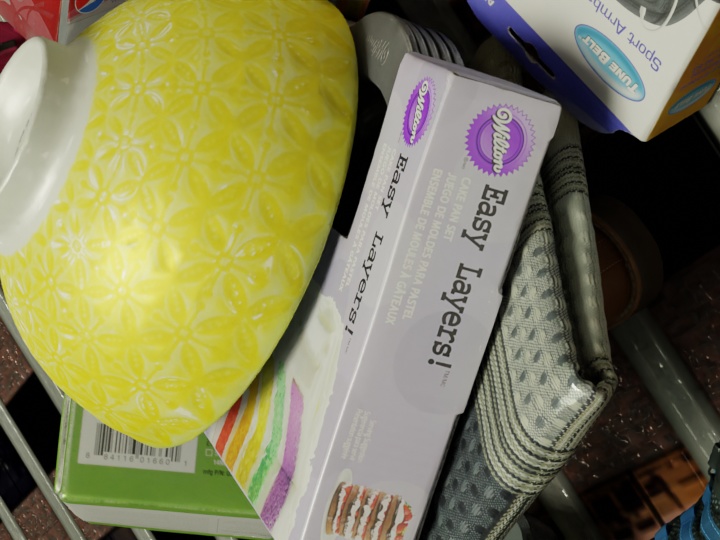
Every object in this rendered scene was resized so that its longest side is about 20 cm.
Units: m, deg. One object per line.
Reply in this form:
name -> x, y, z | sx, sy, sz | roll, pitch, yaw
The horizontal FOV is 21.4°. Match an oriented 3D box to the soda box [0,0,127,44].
soda box -> -0.180, -0.188, 0.937 | 0.200, 0.070, 0.063 | 43, 141, 25

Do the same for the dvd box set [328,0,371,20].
dvd box set -> -0.081, -0.160, 0.748 | 0.200, 0.029, 0.146 | 21, 175, -2

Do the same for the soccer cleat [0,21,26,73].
soccer cleat -> -0.166, -0.059, 1.080 | 0.200, 0.070, 0.086 | 44, 146, 25

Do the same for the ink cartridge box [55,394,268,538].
ink cartridge box -> -0.075, 0.097, 0.992 | 0.200, 0.148, 0.076 | 113, 162, -78

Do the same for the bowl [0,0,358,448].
bowl -> -0.098, -0.038, 0.775 | 0.200, 0.108, 0.200 | -42, 37, 42

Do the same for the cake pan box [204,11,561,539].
cake pan box -> 0.000, 0.000, 0.755 | 0.184, 0.052, 0.200 | -139, 65, -66

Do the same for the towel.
towel -> 0.038, 0.032, 0.754 | 0.200, 0.034, 0.193 | -97, 28, -44

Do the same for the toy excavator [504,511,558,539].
toy excavator -> 0.013, 0.208, 0.868 | 0.194, 0.200, 0.100 | 2, 157, 42

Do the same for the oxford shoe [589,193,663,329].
oxford shoe -> 0.056, 0.036, 0.830 | 0.071, 0.071, 0.200 | 51, 150, 13

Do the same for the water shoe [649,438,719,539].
water shoe -> 0.161, 0.100, 0.749 | 0.200, 0.071, 0.079 | -24, 67, 61

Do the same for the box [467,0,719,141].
box -> 0.095, -0.137, 0.654 | 0.119, 0.041, 0.200 | 49, 151, 18
